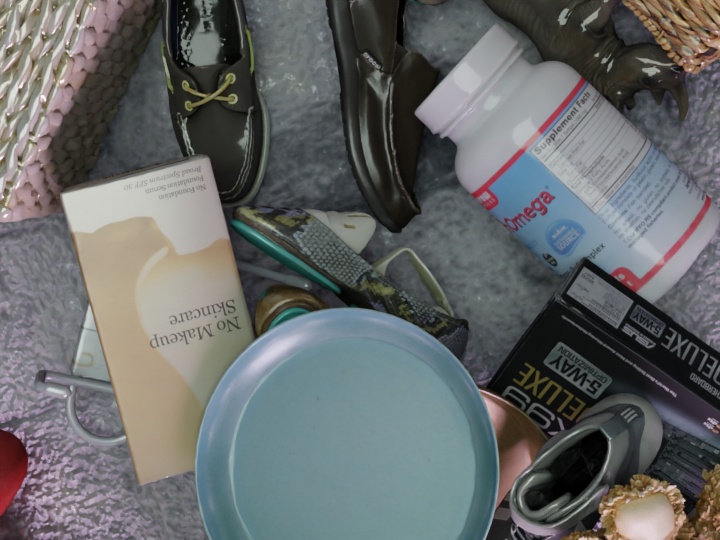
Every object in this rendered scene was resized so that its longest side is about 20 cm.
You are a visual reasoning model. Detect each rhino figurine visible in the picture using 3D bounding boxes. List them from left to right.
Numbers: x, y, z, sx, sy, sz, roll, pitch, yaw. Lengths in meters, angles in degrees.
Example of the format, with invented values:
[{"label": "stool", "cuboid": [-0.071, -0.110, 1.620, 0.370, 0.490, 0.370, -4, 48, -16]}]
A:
[{"label": "rhino figurine", "cuboid": [0.154, -0.176, 0.984, 0.200, 0.060, 0.087, 46, 115, 3]}]

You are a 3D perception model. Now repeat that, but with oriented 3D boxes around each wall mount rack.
[{"label": "wall mount rack", "cuboid": [-0.136, 0.044, 1.024, 0.173, 0.075, 0.201, 13, 95, -14]}]

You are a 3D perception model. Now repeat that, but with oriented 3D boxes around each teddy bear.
[{"label": "teddy bear", "cuboid": [0.174, 0.174, 0.886, 0.067, 0.199, 0.145, 46, 114, 35]}]

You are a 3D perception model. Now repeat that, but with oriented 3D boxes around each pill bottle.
[{"label": "pill bottle", "cuboid": [0.135, -0.067, 0.956, 0.200, 0.109, 0.109, 43, 96, -2]}]

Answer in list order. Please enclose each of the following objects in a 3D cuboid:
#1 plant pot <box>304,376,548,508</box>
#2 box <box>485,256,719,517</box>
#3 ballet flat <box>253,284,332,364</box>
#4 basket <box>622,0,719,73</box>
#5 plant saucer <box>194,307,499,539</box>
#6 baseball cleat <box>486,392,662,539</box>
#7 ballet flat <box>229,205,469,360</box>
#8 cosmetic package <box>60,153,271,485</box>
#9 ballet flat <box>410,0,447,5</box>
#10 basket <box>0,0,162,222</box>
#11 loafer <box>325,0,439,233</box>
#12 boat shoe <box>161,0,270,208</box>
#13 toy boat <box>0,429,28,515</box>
[{"label": "plant pot", "cuboid": [0.037, 0.143, 0.981, 0.199, 0.028, 0.201, 0, 126, 0]}, {"label": "box", "cuboid": [0.187, 0.104, 0.948, 0.200, 0.050, 0.158, 35, 139, 5]}, {"label": "ballet flat", "cuboid": [-0.004, 0.075, 0.996, 0.068, 0.072, 0.200, -45, 117, 8]}, {"label": "basket", "cuboid": [0.223, -0.258, 0.907, 0.143, 0.149, 0.200, -38, 84, -34]}, {"label": "plant saucer", "cuboid": [-0.008, 0.125, 0.898, 0.199, 0.027, 0.202, -2, 82, 16]}, {"label": "baseball cleat", "cuboid": [0.112, 0.156, 0.909, 0.070, 0.106, 0.201, 43, 124, 25]}, {"label": "ballet flat", "cuboid": [0.000, 0.000, 0.988, 0.200, 0.072, 0.072, 39, 96, -19]}, {"label": "cosmetic package", "cuboid": [-0.127, 0.030, 0.954, 0.105, 0.071, 0.201, -16, 98, -8]}, {"label": "ballet flat", "cuboid": [0.033, -0.283, 0.981, 0.068, 0.067, 0.201, -17, 80, -36]}, {"label": "basket", "cuboid": [-0.254, -0.147, 0.974, 0.160, 0.200, 0.199, 24, 95, 0]}, {"label": "loafer", "cuboid": [0.022, -0.127, 0.996, 0.071, 0.073, 0.201, -10, 91, 7]}, {"label": "boat shoe", "cuboid": [-0.110, -0.145, 1.019, 0.071, 0.061, 0.203, -7, 91, 8]}, {"label": "toy boat", "cuboid": [-0.286, 0.214, 1.037, 0.130, 0.130, 0.201, 19, 95, -24]}]
